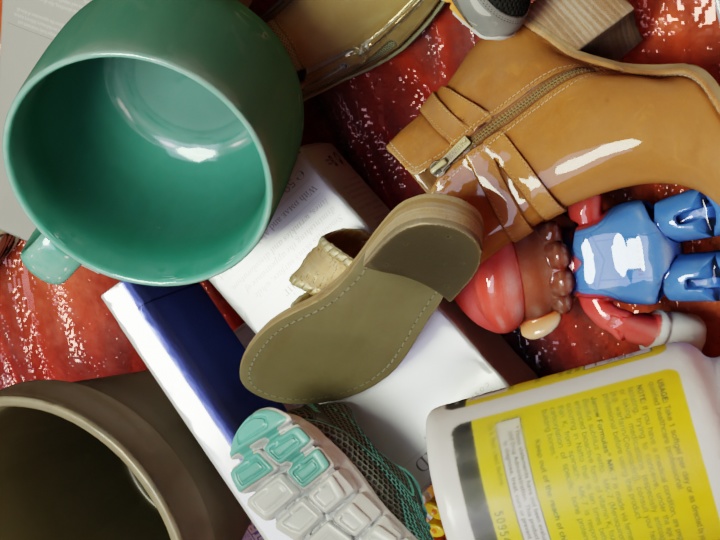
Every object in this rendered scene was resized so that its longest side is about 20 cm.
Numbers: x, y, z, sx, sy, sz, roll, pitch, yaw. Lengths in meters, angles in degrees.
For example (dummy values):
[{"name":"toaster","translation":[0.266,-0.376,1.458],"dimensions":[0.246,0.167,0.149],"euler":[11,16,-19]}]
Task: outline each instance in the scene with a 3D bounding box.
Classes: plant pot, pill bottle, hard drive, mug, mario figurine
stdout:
[{"name":"plant pot","translation":[-0.148,0.144,1.088],"dimensions":[0.199,0.173,0.201],"euler":[9,110,25]},{"name":"pill bottle","translation":[0.145,0.104,0.944],"dimensions":[0.199,0.114,0.115],"euler":[-16,99,9]},{"name":"hard drive","translation":[-0.075,0.086,1.057],"dimensions":[0.025,0.132,0.200],"euler":[-34,89,10]},{"name":"mug","translation":[-0.122,-0.082,0.972],"dimensions":[0.184,0.115,0.152],"euler":[-8,124,21]},{"name":"mario figurine","translation":[0.143,-0.015,0.989],"dimensions":[0.199,0.106,0.124],"euler":[-5,61,19]}]

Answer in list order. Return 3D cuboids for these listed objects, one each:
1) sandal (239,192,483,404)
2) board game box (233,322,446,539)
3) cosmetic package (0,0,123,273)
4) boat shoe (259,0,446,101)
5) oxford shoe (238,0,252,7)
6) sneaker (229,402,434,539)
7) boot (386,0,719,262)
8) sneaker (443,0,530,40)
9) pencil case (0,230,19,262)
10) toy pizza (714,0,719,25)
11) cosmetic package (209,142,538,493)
[{"name":"sandal","translation":[0.005,0.002,0.969],"dimensions":[0.077,0.070,0.212],"euler":[24,142,-19]},{"name":"board game box","translation":[-0.047,0.137,1.150],"dimensions":[0.200,0.026,0.200],"euler":[-36,88,31]},{"name":"cosmetic package","translation":[-0.165,-0.111,1.087],"dimensions":[0.107,0.090,0.201],"euler":[24,120,32]},{"name":"boat shoe","translation":[-0.026,-0.138,1.019],"dimensions":[0.200,0.076,0.072],"euler":[-36,88,31]},{"name":"oxford shoe","translation":[-0.041,-0.200,1.002],"dimensions":[0.200,0.075,0.071],"euler":[-55,39,26]},{"name":"sneaker","translation":[0.017,0.150,0.979],"dimensions":[0.078,0.091,0.200],"euler":[-41,81,29]},{"name":"boot","translation":[0.118,-0.054,0.923],"dimensions":[0.155,0.074,0.200],"euler":[-40,54,2]},{"name":"sneaker","translation":[0.075,-0.219,0.895],"dimensions":[0.077,0.078,0.201],"euler":[7,109,32]},{"name":"pencil case","translation":[-0.332,-0.064,1.200],"dimensions":[0.200,0.078,0.089],"euler":[45,106,7]},{"name":"toy pizza","translation":[0.276,-0.151,0.886],"dimensions":[0.199,0.032,0.201],"euler":[9,110,25]},{"name":"cosmetic package","translation":[0.004,0.030,1.047],"dimensions":[0.102,0.074,0.200],"euler":[-44,85,16]}]
